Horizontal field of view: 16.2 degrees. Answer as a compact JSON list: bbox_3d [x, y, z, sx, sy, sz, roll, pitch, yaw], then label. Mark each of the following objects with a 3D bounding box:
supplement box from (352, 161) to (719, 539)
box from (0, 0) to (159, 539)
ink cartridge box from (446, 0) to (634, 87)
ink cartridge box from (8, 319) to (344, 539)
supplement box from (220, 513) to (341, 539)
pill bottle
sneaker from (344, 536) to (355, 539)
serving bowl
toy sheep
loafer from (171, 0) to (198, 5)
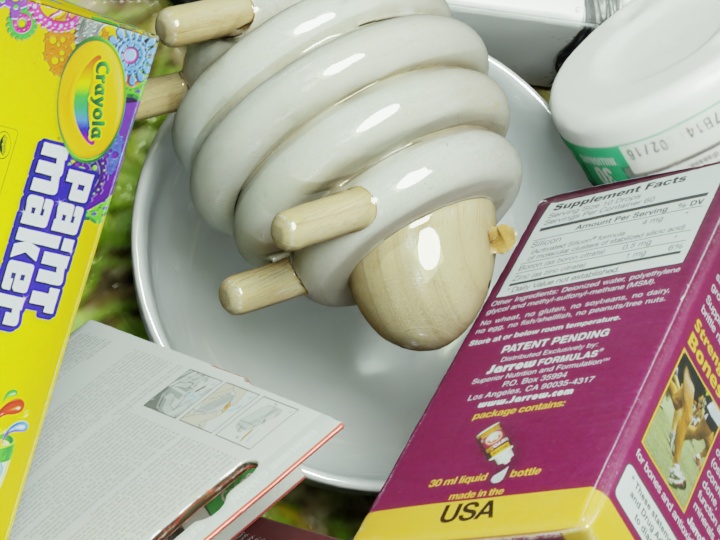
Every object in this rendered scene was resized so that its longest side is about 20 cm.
[{"bbox_3d":[0.099,0.073,0.921,0.131,0.103,0.200,58,42,-26],"label":"supplement box"},{"bbox_3d":[-0.188,-0.017,0.884,0.122,0.193,0.201,14,97,-32],"label":"box"},{"bbox_3d":[0.082,-0.159,1.097,0.199,0.084,0.145,7,72,-11],"label":"ink cartridge box"},{"bbox_3d":[-0.084,0.083,0.900,0.109,0.200,0.050,-39,117,-20],"label":"ink cartridge box"},{"bbox_3d":[-0.011,0.205,0.870,0.133,0.200,0.198,-41,111,-21],"label":"supplement box"},{"bbox_3d":[0.171,-0.018,1.027,0.113,0.113,0.200,-44,114,-21],"label":"pill bottle"},{"bbox_3d":[0.062,0.154,1.005,0.200,0.074,0.080,18,75,-8],"label":"sneaker"},{"bbox_3d":[0.000,0.000,1.039,0.199,0.066,0.201,4,72,-13],"label":"serving bowl"},{"bbox_3d":[-0.012,-0.058,0.953,0.138,0.138,0.200,-22,74,-19],"label":"toy sheep"},{"bbox_3d":[-0.051,-0.201,1.086,0.068,0.070,0.201,9,72,-10],"label":"loafer"}]
